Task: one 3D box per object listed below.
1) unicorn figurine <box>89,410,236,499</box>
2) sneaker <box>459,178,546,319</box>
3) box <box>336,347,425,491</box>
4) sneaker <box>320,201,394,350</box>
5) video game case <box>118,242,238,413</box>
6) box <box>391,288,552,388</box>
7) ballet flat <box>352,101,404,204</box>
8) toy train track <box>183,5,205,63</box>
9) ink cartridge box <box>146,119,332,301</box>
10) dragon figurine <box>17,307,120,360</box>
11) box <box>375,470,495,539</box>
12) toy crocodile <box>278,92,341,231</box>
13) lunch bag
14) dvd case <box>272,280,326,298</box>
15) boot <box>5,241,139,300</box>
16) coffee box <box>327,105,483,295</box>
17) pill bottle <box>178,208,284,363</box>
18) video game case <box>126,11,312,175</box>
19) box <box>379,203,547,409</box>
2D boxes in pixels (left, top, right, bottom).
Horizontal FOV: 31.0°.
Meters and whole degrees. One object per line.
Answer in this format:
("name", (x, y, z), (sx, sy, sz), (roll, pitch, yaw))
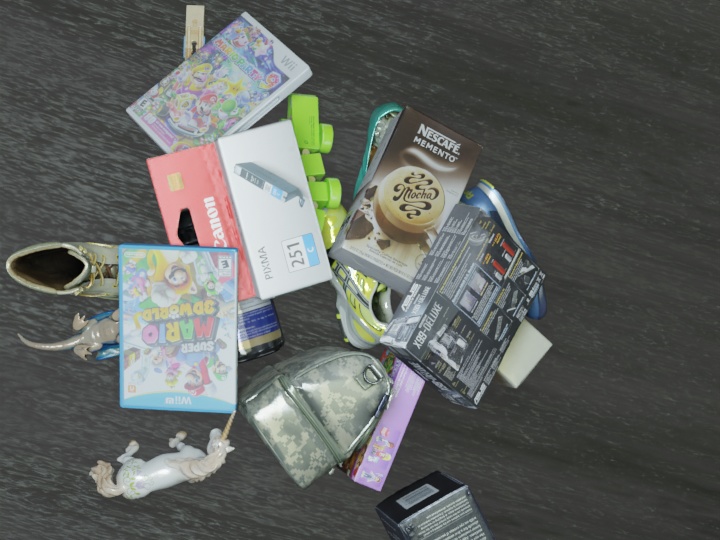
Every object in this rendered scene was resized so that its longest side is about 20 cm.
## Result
("unicorn figurine", (-0.231, 0.236, 1.597), (0.200, 0.137, 0.074), (-30, 104, -6))
("sneaker", (0.179, -0.018, 1.715), (0.082, 0.074, 0.200), (-28, 86, -8))
("box", (0.034, 0.173, 1.649), (0.039, 0.137, 0.200), (23, 84, -9))
("sneaker", (0.000, 0.000, 1.666), (0.075, 0.076, 0.200), (-28, 101, -50))
("video game case", (-0.217, 0.069, 1.550), (0.143, 0.018, 0.200), (2, 101, 5))
("box", (0.144, 0.059, 1.695), (0.200, 0.095, 0.078), (42, 83, -5))
("ballet flat", (0.030, -0.122, 1.689), (0.067, 0.070, 0.200), (7, 88, -10))
("toy train track", (-0.214, -0.240, 1.671), (0.115, 0.033, 0.200), (1, 83, -3))
("ink cartridge box", (-0.144, -0.062, 1.551), (0.176, 0.045, 0.200), (-17, 96, -12))
("dragon figurine", (-0.317, 0.078, 1.624), (0.200, 0.099, 0.059), (-17, 85, 4))
("box", (0.118, 0.374, 1.656), (0.104, 0.148, 0.200), (-28, 95, -10))
("toy crocodile", (-0.069, -0.131, 1.635), (0.067, 0.062, 0.200), (-1, 71, -20))
("lunch bag", (-0.052, 0.163, 1.603), (0.168, 0.200, 0.139), (-38, 96, -8))
("dvd case", (-0.097, -0.074, 1.645), (0.146, 0.022, 0.200), (-17, 93, -52))
("boot", (-0.324, 0.000, 1.579), (0.200, 0.155, 0.072), (3, 89, -9))
("coffee box", (0.056, -0.086, 1.609), (0.113, 0.080, 0.200), (26, 76, -9))
("pill bottle", (-0.173, 0.016, 1.629), (0.112, 0.112, 0.200), (-16, 91, -10))
("video game case", (-0.177, -0.222, 1.613), (0.200, 0.018, 0.143), (-41, 57, -8))
("box", (0.128, 0.045, 1.578), (0.158, 0.050, 0.200), (40, 73, -38))
